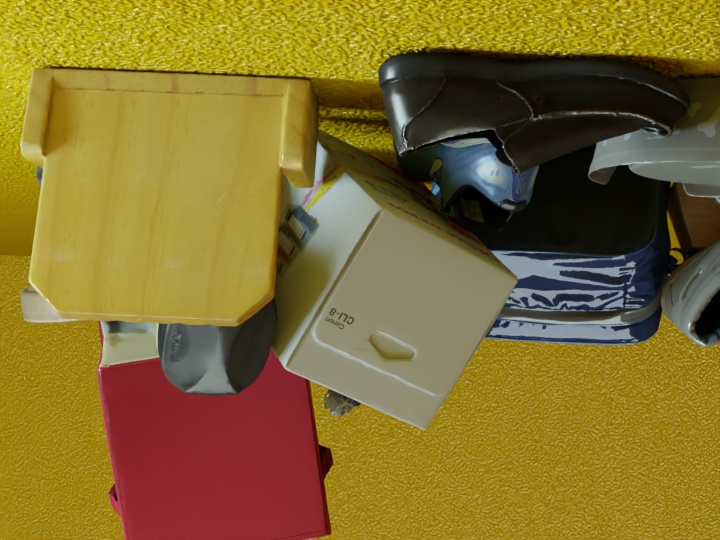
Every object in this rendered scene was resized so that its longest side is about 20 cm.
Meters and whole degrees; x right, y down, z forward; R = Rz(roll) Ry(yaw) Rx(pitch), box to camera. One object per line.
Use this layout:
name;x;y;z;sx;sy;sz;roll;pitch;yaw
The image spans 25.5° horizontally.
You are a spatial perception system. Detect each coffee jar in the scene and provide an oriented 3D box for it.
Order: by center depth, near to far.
coffee jar;-0.121;-0.001;1.208;0.084;0.105;0.201;3;-144;-19

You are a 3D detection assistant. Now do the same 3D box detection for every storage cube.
storage cube;-0.128;0.128;1.374;0.197;0.182;0.171;-10;-165;-6

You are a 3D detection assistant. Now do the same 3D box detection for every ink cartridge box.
ink cartridge box;0.000;0.000;1.254;0.144;0.146;0.200;25;-167;-31

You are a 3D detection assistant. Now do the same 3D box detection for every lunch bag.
lunch bag;0.178;-0.017;1.354;0.197;0.137;0.133;4;138;14

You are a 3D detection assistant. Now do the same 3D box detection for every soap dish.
soap dish;0.376;-0.052;1.423;0.197;0.082;0.157;1;177;7

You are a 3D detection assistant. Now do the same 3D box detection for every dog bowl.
dog bowl;0.257;-0.090;1.095;0.197;0.060;0.200;3;176;0

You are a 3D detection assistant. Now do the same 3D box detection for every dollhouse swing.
dollhouse swing;-0.135;-0.048;1.154;0.197;0.178;0.182;2;176;2

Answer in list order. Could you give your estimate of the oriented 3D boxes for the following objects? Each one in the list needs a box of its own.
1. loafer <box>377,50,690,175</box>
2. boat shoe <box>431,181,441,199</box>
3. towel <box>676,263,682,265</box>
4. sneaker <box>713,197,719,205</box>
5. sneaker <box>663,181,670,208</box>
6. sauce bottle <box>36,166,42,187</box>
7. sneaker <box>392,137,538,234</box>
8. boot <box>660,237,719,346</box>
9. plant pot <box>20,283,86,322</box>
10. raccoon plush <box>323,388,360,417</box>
loafer;0.108;-0.095;1.008;0.197;0.072;0.073;3;177;4
boat shoe;0.101;-0.061;1.499;0.068;0.085;0.200;12;180;5
towel;0.315;0.013;1.425;0.199;0.037;0.147;1;-174;45
sneaker;0.357;-0.082;1.183;0.197;0.079;0.086;-1;158;19
sneaker;0.199;-0.064;1.469;0.114;0.077;0.200;8;175;-16
sauce bottle;-0.235;-0.094;1.443;0.064;0.066;0.199;5;178;-36
sneaker;0.076;-0.075;1.225;0.078;0.090;0.200;4;-179;-19
boot;0.329;-0.014;1.251;0.074;0.200;0.096;44;-170;-13
plant pot;-0.210;-0.016;1.432;0.198;0.094;0.201;-7;-175;1
raccoon plush;0.019;0.036;1.477;0.199;0.134;0.097;-38;-163;-1
